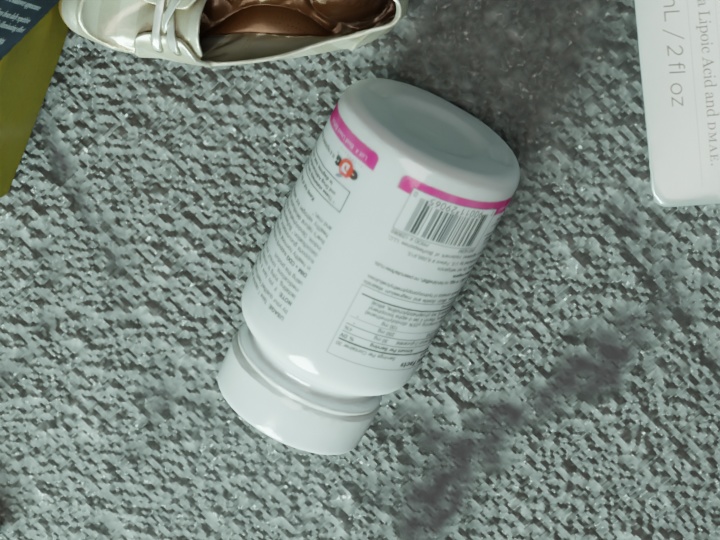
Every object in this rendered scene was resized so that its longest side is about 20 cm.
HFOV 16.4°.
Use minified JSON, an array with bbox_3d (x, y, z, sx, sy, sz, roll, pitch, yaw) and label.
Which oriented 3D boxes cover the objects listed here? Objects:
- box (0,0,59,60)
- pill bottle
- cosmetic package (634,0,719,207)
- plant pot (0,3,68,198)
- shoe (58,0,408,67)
[{"bbox_3d":[-0.170,-0.208,1.225,0.200,0.148,0.107,-43,84,7],"label":"box"},{"bbox_3d":[0.000,0.000,1.441,0.113,0.113,0.200,29,113,0],"label":"pill bottle"},{"bbox_3d":[0.250,-0.140,1.310,0.200,0.165,0.165,-4,110,13],"label":"cosmetic package"},{"bbox_3d":[-0.260,-0.161,1.401,0.195,0.194,0.200,30,102,0],"label":"plant pot"},{"bbox_3d":[-0.070,-0.152,1.405,0.200,0.053,0.070,-2,116,-4],"label":"shoe"}]
